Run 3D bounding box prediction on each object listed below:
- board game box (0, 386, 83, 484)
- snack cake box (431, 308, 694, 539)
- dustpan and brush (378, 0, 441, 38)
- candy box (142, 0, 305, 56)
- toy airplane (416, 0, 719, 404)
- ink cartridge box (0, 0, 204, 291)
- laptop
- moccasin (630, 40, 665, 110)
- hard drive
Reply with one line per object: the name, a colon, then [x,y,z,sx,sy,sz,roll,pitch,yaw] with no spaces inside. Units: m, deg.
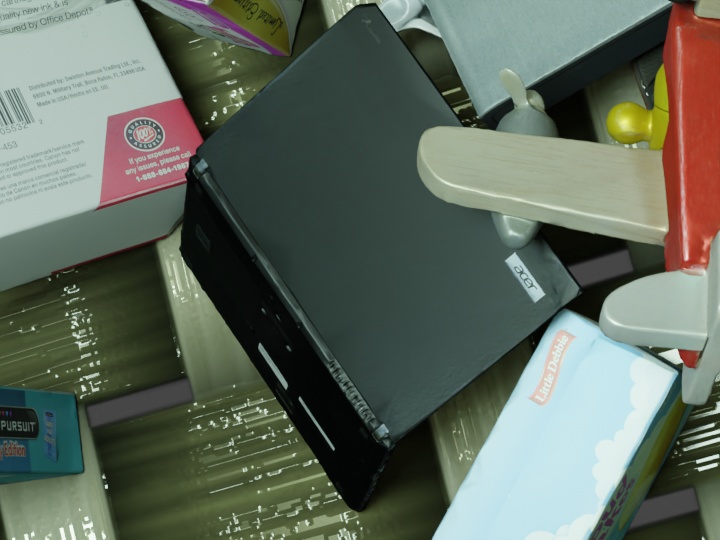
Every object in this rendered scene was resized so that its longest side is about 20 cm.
board game box: [-0.251,0.090,1.061,0.150,0.200,0.047,-9,82,14]
snack cake box: [0.087,0.124,1.007,0.067,0.115,0.201,29,93,16]
dustpan and brush: [0.046,-0.150,1.074,0.200,0.057,0.140,-39,76,9]
candy box: [-0.055,-0.224,1.070,0.061,0.136,0.201,16,90,17]
toy airplane: [0.155,-0.037,0.919,0.199,0.141,0.200,-38,81,-10]
ink cartridge box: [-0.188,-0.102,1.086,0.201,0.144,0.084,62,145,13]
laptop: [0.000,0.000,1.031,0.103,0.200,0.178,-30,75,-17]
moccasin: [0.183,-0.091,1.029,0.073,0.078,0.203,-19,83,28]
hard drive: [0.084,-0.186,1.026,0.139,0.033,0.201,-30,64,13]
